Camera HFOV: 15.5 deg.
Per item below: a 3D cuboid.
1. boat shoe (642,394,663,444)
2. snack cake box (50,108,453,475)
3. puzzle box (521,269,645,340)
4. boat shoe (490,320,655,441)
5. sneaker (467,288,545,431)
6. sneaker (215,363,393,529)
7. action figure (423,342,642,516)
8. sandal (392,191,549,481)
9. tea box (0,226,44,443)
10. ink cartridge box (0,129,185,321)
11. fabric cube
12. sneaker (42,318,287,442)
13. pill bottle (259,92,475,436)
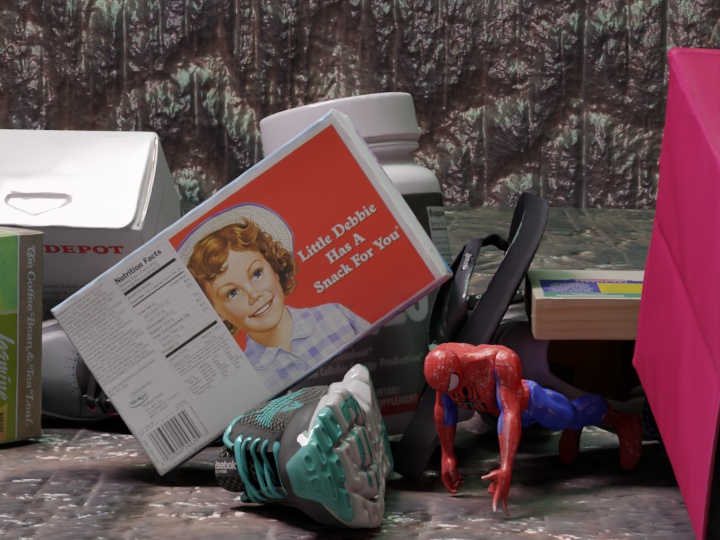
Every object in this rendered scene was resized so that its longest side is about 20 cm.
[{"bbox_3d":[0.247,0.084,1.488,0.199,0.085,0.069,2,9,31],"label":"boat shoe"},{"bbox_3d":[-0.061,0.012,1.501,0.199,0.115,0.067,-34,-3,6],"label":"snack cake box"},{"bbox_3d":[0.195,0.020,1.537,0.198,0.026,0.133,1,7,2],"label":"puzzle box"},{"bbox_3d":[0.167,0.061,1.607,0.199,0.072,0.070,12,-13,-36],"label":"boat shoe"},{"bbox_3d":[0.094,0.069,1.690,0.075,0.078,0.200,-9,-14,11],"label":"sneaker"},{"bbox_3d":[-0.035,0.103,1.399,0.091,0.078,0.200,-15,1,5],"label":"sneaker"},{"bbox_3d":[0.086,0.099,1.467,0.065,0.100,0.200,1,-18,34],"label":"action figure"},{"bbox_3d":[0.059,0.028,1.526,0.043,0.201,0.076,27,-32,4],"label":"sandal"},{"bbox_3d":[-0.326,0.037,1.599,0.199,0.135,0.196,6,8,38],"label":"tea box"},{"bbox_3d":[-0.187,-0.004,1.758,0.145,0.083,0.201,2,-35,11],"label":"ink cartridge box"},{"bbox_3d":[0.257,0.012,1.344,0.195,0.201,0.200,1,26,-4],"label":"fabric cube"},{"bbox_3d":[-0.129,0.065,1.649,0.198,0.084,0.121,2,-4,-5],"label":"sneaker"},{"bbox_3d":[0.000,0.000,1.598,0.113,0.202,0.114,-10,-2,0],"label":"pill bottle"}]
